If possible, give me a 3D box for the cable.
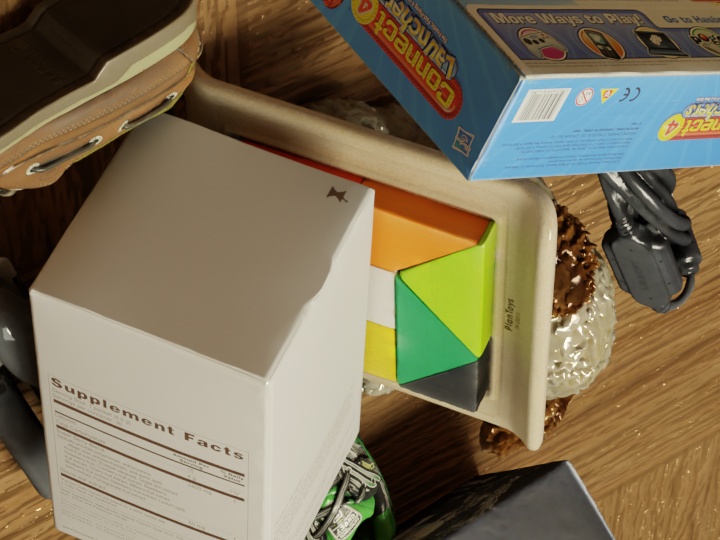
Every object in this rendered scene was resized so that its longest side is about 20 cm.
[{"bbox_3d":[0.135,-0.080,1.272,0.051,0.163,0.200,-14,147,14],"label":"cable"}]

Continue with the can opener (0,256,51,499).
[{"bbox_3d":[-0.161,0.063,1.220,0.053,0.067,0.200,-34,147,-9],"label":"can opener"}]

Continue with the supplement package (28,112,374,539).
[{"bbox_3d":[-0.072,0.044,1.169,0.200,0.120,0.121,94,20,-53],"label":"supplement package"}]

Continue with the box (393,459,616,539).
[{"bbox_3d":[0.045,0.215,1.493,0.200,0.118,0.197,-30,180,-15],"label":"box"}]

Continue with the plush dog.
[{"bbox_3d":[0.066,-0.003,1.274,0.160,0.172,0.200,-29,145,-18],"label":"plush dog"}]

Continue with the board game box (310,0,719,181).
[{"bbox_3d":[0.074,-0.126,1.112,0.200,0.196,0.056,-5,134,-42],"label":"board game box"}]

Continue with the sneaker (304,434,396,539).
[{"bbox_3d":[-0.028,0.104,1.390,0.078,0.085,0.200,-42,147,3],"label":"sneaker"}]

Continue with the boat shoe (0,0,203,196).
[{"bbox_3d":[-0.153,-0.061,1.074,0.200,0.072,0.068,-26,144,-20],"label":"boat shoe"}]

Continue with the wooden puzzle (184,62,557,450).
[{"bbox_3d":[0.000,0.000,1.193,0.037,0.200,0.185,-55,158,-33],"label":"wooden puzzle"}]
